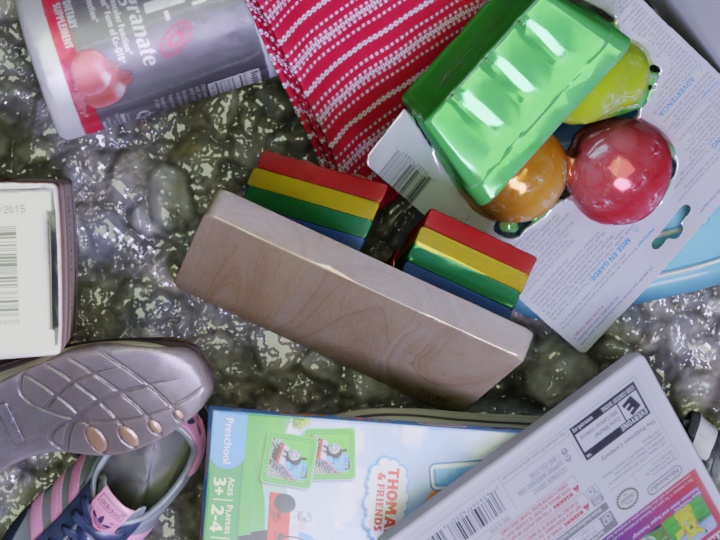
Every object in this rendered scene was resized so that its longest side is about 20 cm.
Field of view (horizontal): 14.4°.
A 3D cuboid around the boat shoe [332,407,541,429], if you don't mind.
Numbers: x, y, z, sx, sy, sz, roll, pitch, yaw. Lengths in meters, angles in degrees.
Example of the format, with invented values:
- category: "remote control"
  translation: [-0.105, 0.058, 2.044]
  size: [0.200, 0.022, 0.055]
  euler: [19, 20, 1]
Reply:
- category: "boat shoe"
  translation: [0.036, 0.126, 1.753]
  size: [0.199, 0.075, 0.062]
  euler: [2, 63, -7]

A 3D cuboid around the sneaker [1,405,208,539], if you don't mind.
- category: "sneaker"
  translation: [-0.167, 0.154, 1.744]
  size: [0.070, 0.082, 0.200]
  euler: [37, 91, -5]

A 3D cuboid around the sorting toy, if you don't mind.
- category: "sorting toy"
  translation: [0.000, 0.000, 1.694]
  size: [0.198, 0.200, 0.070]
  euler: [25, 76, -3]

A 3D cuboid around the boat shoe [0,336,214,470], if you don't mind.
- category: "boat shoe"
  translation: [-0.181, 0.070, 1.723]
  size: [0.199, 0.073, 0.075]
  euler: [-11, 115, 17]

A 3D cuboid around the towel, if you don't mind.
- category: "towel"
  translation: [0.021, -0.135, 1.710]
  size: [0.144, 0.022, 0.200]
  euler: [-33, 132, -7]

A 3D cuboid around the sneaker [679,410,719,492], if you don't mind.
- category: "sneaker"
  translation: [0.206, 0.195, 1.771]
  size: [0.090, 0.066, 0.201]
  euler: [23, 89, -1]

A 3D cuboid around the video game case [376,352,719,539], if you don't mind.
- category: "video game case"
  translation: [0.132, 0.178, 1.691]
  size: [0.200, 0.023, 0.183]
  euler: [-35, 104, -19]

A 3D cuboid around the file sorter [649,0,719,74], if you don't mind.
- category: "file sorter"
  translation: [0.246, -0.192, 1.673]
  size: [0.124, 0.200, 0.139]
  euler: [-38, 121, -4]

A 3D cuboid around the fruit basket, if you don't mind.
- category: "fruit basket"
  translation: [0.128, -0.077, 1.715]
  size: [0.200, 0.094, 0.185]
  euler: [39, 95, -29]

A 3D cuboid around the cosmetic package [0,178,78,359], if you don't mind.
- category: "cosmetic package"
  translation: [-0.214, -0.003, 1.677]
  size: [0.087, 0.200, 0.104]
  euler: [-2, 94, -4]

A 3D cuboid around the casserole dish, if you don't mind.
- category: "casserole dish"
  translation: [0.165, -0.038, 1.774]
  size: [0.199, 0.039, 0.122]
  euler: [-12, 92, -1]

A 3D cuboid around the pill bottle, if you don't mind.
- category: "pill bottle"
  translation: [-0.103, -0.159, 1.720]
  size: [0.199, 0.111, 0.111]
  euler: [-18, 93, -2]

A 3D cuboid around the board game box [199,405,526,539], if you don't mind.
- category: "board game box"
  translation: [0.003, 0.164, 1.695]
  size: [0.199, 0.037, 0.152]
  euler: [4, 90, -7]
